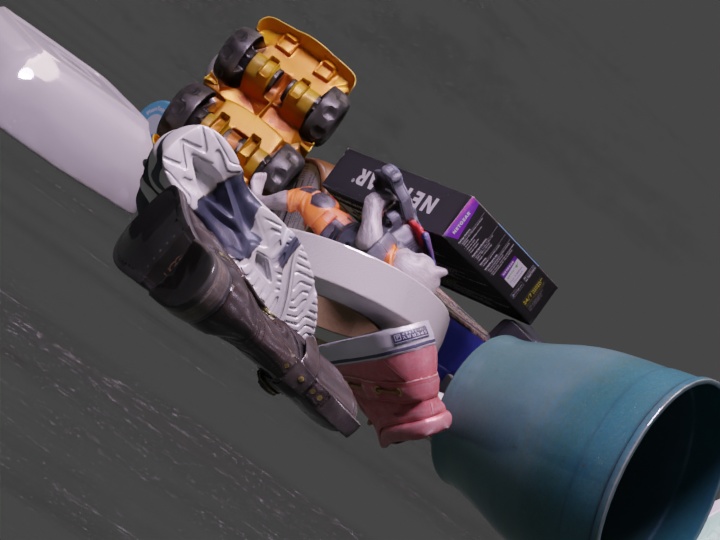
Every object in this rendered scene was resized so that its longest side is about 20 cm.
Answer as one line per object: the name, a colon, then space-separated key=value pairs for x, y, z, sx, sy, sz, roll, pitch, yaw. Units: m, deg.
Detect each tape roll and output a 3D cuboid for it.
tape roll: x=-0.022 y=0.022 z=1.628 sx=0.202 sy=0.037 sz=0.203 roll=21 pitch=-16 yaw=6

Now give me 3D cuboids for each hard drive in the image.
hard drive: x=0.188 y=0.107 z=1.836 sx=0.140 sy=0.033 sz=0.200 roll=46 pitch=5 yaw=10

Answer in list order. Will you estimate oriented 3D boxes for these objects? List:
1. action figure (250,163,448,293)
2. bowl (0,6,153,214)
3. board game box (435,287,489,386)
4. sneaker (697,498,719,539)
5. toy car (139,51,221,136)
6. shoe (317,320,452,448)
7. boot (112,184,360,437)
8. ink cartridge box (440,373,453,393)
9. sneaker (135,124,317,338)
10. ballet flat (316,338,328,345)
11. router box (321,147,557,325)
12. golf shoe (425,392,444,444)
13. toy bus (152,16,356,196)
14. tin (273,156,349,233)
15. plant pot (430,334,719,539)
action figure: x=0.000 y=0.000 z=1.701 sx=0.193 sy=0.105 sz=0.200 roll=17 pitch=-40 yaw=43
bowl: x=-0.270 y=-0.151 z=1.656 sx=0.200 sy=0.075 sz=0.200 roll=34 pitch=5 yaw=-35
board game box: x=0.046 y=0.058 z=1.959 sx=0.159 sy=0.097 sz=0.200 roll=36 pitch=5 yaw=-39
sneaker: x=0.314 y=0.272 z=1.668 sx=0.200 sy=0.074 sz=0.118 roll=-17 pitch=41 yaw=-30
toy car: x=-0.121 y=-0.181 z=2.123 sx=0.176 sy=0.201 sz=0.184 roll=10 pitch=-17 yaw=35
shoe: x=0.014 y=0.096 z=1.540 sx=0.200 sy=0.071 sz=0.091 roll=162 pitch=-86 yaw=-69
boot: x=-0.087 y=0.035 z=1.380 sx=0.174 sy=0.069 sz=0.200 roll=43 pitch=5 yaw=-31
ink cartridge box: x=0.158 y=0.188 z=1.874 sx=0.200 sy=0.050 sz=0.109 roll=38 pitch=4 yaw=-27
sneaker: x=-0.114 y=-0.018 z=1.503 sx=0.199 sy=0.079 sz=0.130 roll=55 pitch=-20 yaw=-14
ballet flat: x=-0.034 y=0.029 z=1.817 sx=0.063 sy=0.069 sz=0.200 roll=26 pitch=8 yaw=-22
router box: x=0.072 y=-0.033 z=1.788 sx=0.149 sy=0.051 sz=0.200 roll=44 pitch=-12 yaw=-38
golf shoe: x=0.120 y=0.143 z=1.746 sx=0.200 sy=0.092 sz=0.075 roll=36 pitch=6 yaw=-21
toy bus: x=-0.111 y=-0.119 z=1.879 sx=0.136 sy=0.200 sz=0.192 roll=34 pitch=-26 yaw=6
tin: x=-0.075 y=-0.062 z=1.948 sx=0.042 sy=0.112 sz=0.200 roll=17 pitch=-3 yaw=-30
plant pot: x=0.166 y=0.145 z=1.533 sx=0.188 sy=0.201 sz=0.200 roll=24 pitch=-4 yaw=32
